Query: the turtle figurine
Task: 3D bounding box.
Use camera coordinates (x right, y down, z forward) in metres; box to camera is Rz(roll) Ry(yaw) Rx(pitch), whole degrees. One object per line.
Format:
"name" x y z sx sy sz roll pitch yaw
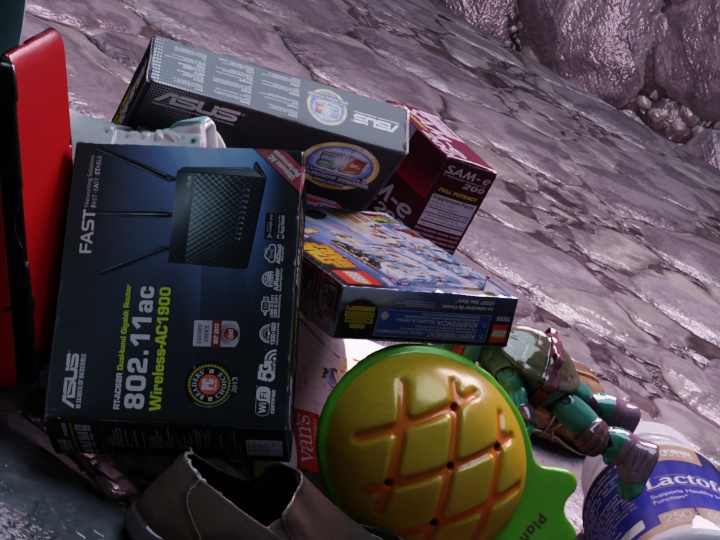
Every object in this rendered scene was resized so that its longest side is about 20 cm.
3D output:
"turtle figurine" 0.114 0.088 1.351 0.200 0.101 0.150 27 35 -14

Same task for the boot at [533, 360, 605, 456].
"boot" 0.157 0.113 1.611 0.200 0.074 0.075 12 33 -47

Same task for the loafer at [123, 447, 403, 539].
"loafer" -0.043 0.160 1.157 0.200 0.071 0.073 17 20 -32

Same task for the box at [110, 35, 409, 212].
"box" -0.085 -0.087 1.405 0.200 0.160 0.044 15 56 -17

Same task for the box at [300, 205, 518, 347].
"box" 0.000 0.000 1.317 0.137 0.040 0.200 5 16 -29

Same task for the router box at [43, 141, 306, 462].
"router box" -0.113 0.018 1.197 0.150 0.200 0.062 1 -26 1

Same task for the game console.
"game console" -0.248 -0.037 1.159 0.172 0.200 0.119 -8 18 -20

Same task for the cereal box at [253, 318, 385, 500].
"cereal box" 0.011 0.114 1.354 0.200 0.040 0.144 19 41 -29

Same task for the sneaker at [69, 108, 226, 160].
"sneaker" -0.138 -0.076 1.316 0.200 0.089 0.075 33 19 18

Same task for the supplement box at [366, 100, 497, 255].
"supplement box" 0.022 -0.027 1.571 0.061 0.200 0.109 15 21 -37

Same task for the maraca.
"maraca" 0.059 0.136 1.255 0.200 0.137 0.107 42 -6 -15

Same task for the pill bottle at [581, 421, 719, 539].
"pill bottle" 0.226 0.196 1.394 0.116 0.116 0.200 24 17 -13

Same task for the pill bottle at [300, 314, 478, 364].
"pill bottle" -0.013 0.045 1.462 0.200 0.113 0.113 19 19 -28

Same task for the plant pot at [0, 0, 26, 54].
"plant pot" -0.367 -0.182 1.454 0.161 0.201 0.201 15 17 4
